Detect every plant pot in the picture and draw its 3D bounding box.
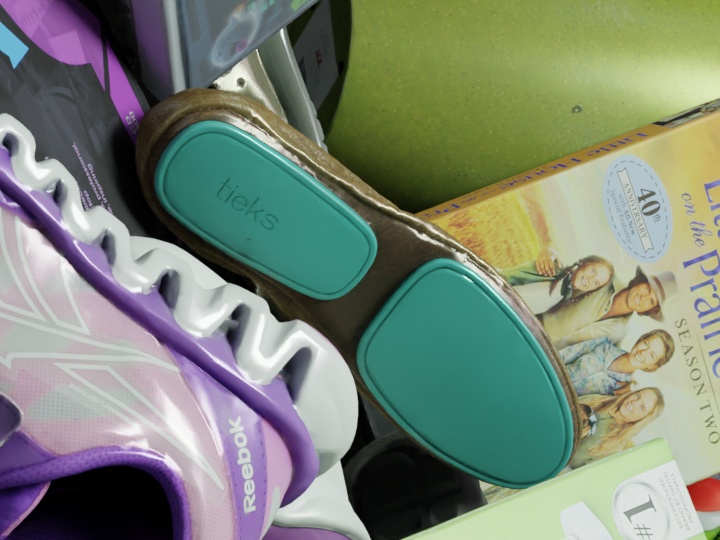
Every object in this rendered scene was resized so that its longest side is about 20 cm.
[{"bbox_3d":[0.066,-0.070,0.987,0.198,0.188,0.188,9,49,-23],"label":"plant pot"}]

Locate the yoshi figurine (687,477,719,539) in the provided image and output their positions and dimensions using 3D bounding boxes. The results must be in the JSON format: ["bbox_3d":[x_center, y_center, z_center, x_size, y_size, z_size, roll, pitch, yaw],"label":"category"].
[{"bbox_3d":[0.184,0.152,1.021,0.112,0.199,0.113,55,20,-28],"label":"yoshi figurine"}]

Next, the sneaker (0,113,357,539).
[{"bbox_3d":[-0.096,0.021,0.552,0.199,0.080,0.089,33,53,-13],"label":"sneaker"}]

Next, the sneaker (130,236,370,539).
[{"bbox_3d":[-0.057,0.038,0.706,0.200,0.074,0.100,64,5,-56],"label":"sneaker"}]

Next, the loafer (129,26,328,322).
[{"bbox_3d":[-0.060,-0.067,0.854,0.075,0.069,0.202,152,-74,-73],"label":"loafer"}]

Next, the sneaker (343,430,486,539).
[{"bbox_3d":[0.034,0.145,0.795,0.080,0.075,0.201,57,21,-34],"label":"sneaker"}]

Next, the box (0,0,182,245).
[{"bbox_3d":[-0.121,-0.051,0.695,0.144,0.036,0.200,64,20,-6],"label":"box"}]

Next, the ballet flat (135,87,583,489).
[{"bbox_3d":[0.000,0.000,0.786,0.199,0.068,0.072,36,14,-21],"label":"ballet flat"}]

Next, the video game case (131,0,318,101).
[{"bbox_3d":[-0.008,-0.166,0.750,0.023,0.181,0.201,42,-22,21],"label":"video game case"}]

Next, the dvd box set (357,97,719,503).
[{"bbox_3d":[0.092,0.029,0.909,0.029,0.198,0.148,-151,-138,-74],"label":"dvd box set"}]

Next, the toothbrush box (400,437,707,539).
[{"bbox_3d":[0.026,0.150,0.639,0.199,0.086,0.147,-16,81,-41],"label":"toothbrush box"}]
